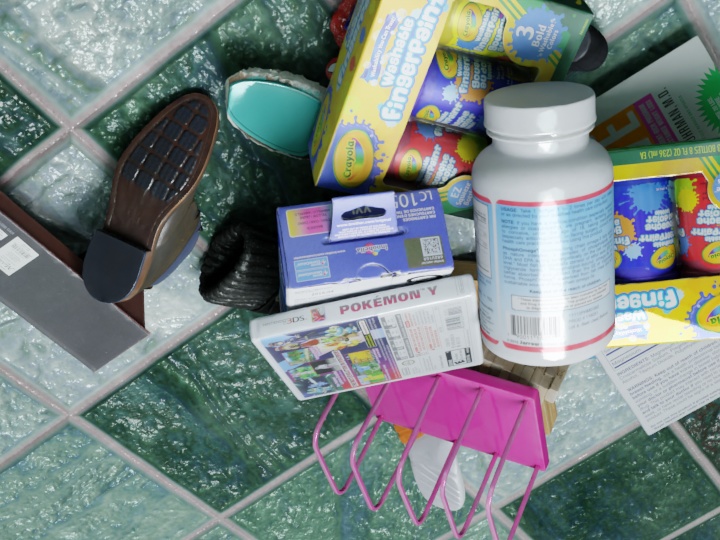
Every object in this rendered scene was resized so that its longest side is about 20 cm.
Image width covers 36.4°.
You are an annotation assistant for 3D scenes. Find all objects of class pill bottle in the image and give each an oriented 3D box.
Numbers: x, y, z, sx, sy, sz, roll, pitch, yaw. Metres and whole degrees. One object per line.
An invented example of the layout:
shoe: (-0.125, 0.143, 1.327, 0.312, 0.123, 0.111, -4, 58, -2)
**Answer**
pill bottle: (0.141, -0.037, 0.845, 0.108, 0.109, 0.202, -8, 112, -6)

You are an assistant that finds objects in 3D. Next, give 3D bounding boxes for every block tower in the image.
block tower: (0.107, 0.081, 1.104, 0.199, 0.054, 0.058, 24, 135, 11)

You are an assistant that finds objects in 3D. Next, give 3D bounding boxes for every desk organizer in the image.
desk organizer: (-0.285, -0.003, 0.997, 0.071, 0.077, 0.200, -33, 128, 14)

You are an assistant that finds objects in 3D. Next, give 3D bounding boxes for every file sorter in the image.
file sorter: (0.069, 0.179, 1.092, 0.198, 0.126, 0.140, 14, 147, 25)

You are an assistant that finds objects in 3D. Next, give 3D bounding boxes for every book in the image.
book: (0.255, -0.105, 1.016, 0.199, 0.048, 0.134, -32, 89, 10)

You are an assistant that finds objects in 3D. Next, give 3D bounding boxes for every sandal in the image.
sandal: (0.083, 0.178, 1.238, 0.079, 0.059, 0.208, 6, 126, 30)

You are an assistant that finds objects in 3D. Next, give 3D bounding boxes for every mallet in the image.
mallet: (0.143, -0.137, 0.974, 0.200, 0.041, 0.066, -50, 160, 11)

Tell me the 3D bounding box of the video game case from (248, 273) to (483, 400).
video game case: (0.013, 0.062, 0.942, 0.180, 0.023, 0.200, -12, 159, 4)

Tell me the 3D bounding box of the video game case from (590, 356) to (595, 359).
video game case: (0.246, 0.015, 1.156, 0.198, 0.046, 0.183, -7, 128, -7)

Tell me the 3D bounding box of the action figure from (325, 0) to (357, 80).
action figure: (0.032, -0.235, 0.906, 0.065, 0.052, 0.200, 23, 123, -32)

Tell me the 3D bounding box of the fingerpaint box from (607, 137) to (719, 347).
fingerpaint box: (0.242, -0.023, 0.949, 0.198, 0.073, 0.169, -5, 96, 11)

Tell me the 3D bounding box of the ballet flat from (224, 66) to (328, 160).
ballet flat: (-0.032, -0.130, 0.961, 0.198, 0.072, 0.072, 18, 122, -23)

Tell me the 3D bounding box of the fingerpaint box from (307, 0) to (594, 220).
fingerpaint box: (0.066, -0.149, 0.877, 0.165, 0.074, 0.201, 12, 124, -17)

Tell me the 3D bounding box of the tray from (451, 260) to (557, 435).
tray: (0.143, 0.081, 1.147, 0.098, 0.037, 0.201, 4, 128, 27)

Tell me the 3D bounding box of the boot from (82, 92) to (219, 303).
boot: (-0.178, -0.064, 0.991, 0.074, 0.097, 0.201, 31, 94, 9)

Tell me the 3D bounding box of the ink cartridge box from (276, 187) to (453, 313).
ink cartridge box: (0.000, 0.000, 0.910, 0.135, 0.077, 0.200, -7, 159, -7)

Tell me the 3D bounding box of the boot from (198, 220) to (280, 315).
boot: (-0.044, -0.024, 1.034, 0.157, 0.080, 0.212, 23, 121, -28)

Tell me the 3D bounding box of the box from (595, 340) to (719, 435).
box: (0.311, 0.035, 1.088, 0.183, 0.105, 0.200, -31, 127, 11)
